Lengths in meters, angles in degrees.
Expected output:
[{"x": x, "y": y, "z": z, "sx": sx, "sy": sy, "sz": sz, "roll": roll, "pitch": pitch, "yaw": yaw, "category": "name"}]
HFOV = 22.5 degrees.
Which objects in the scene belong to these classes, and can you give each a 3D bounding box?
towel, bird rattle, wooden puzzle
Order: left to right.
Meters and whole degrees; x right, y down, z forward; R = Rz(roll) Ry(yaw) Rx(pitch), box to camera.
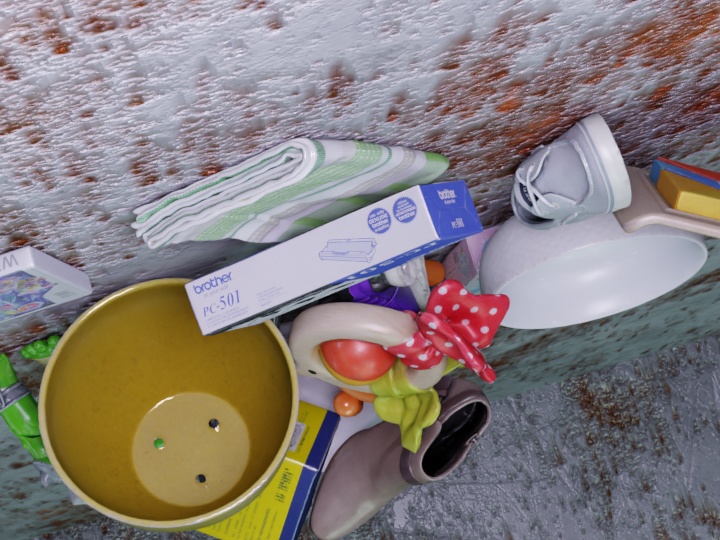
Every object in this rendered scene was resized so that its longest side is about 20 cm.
[{"x": -0.041, "y": -0.048, "z": 1.229, "sx": 0.149, "sy": 0.031, "sz": 0.200, "roll": -21, "pitch": 170, "yaw": 28, "category": "towel"}, {"x": 0.023, "y": 0.070, "z": 1.448, "sx": 0.163, "sy": 0.113, "sz": 0.200, "roll": 11, "pitch": 163, "yaw": -5, "category": "bird rattle"}, {"x": 0.294, "y": -0.049, "z": 1.403, "sx": 0.200, "sy": 0.037, "sz": 0.185, "roll": 8, "pitch": -165, "yaw": -2, "category": "wooden puzzle"}]

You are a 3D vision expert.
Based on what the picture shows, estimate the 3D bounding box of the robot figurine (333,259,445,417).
[{"x": 0.026, "y": 0.063, "z": 1.701, "sx": 0.117, "sy": 0.144, "sz": 0.200, "roll": -6, "pitch": 180, "yaw": 7, "category": "robot figurine"}]

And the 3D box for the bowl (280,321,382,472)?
[{"x": -0.056, "y": 0.112, "z": 1.814, "sx": 0.201, "sy": 0.201, "sz": 0.090, "roll": -8, "pitch": 123, "yaw": -43, "category": "bowl"}]

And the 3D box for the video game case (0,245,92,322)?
[{"x": -0.300, "y": 0.030, "z": 1.262, "sx": 0.200, "sy": 0.018, "sz": 0.143, "roll": -18, "pitch": 170, "yaw": 5, "category": "video game case"}]

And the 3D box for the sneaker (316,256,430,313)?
[{"x": 0.000, "y": -0.001, "z": 1.489, "sx": 0.099, "sy": 0.070, "sz": 0.200, "roll": -11, "pitch": 167, "yaw": 8, "category": "sneaker"}]

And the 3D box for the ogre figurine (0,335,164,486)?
[{"x": -0.222, "y": 0.114, "z": 1.566, "sx": 0.098, "sy": 0.120, "sz": 0.200, "roll": -25, "pitch": 168, "yaw": 38, "category": "ogre figurine"}]

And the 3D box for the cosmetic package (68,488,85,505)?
[{"x": -0.191, "y": 0.183, "z": 1.831, "sx": 0.200, "sy": 0.074, "sz": 0.102, "roll": -1, "pitch": 149, "yaw": -31, "category": "cosmetic package"}]

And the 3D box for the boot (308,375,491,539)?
[{"x": 0.039, "y": 0.179, "z": 1.695, "sx": 0.200, "sy": 0.070, "sz": 0.146, "roll": -53, "pitch": -164, "yaw": -11, "category": "boot"}]

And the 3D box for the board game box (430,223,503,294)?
[{"x": 0.176, "y": -0.017, "z": 1.744, "sx": 0.200, "sy": 0.043, "sz": 0.199, "roll": -15, "pitch": 169, "yaw": -12, "category": "board game box"}]

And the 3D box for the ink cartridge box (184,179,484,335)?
[{"x": -0.019, "y": -0.009, "z": 1.315, "sx": 0.200, "sy": 0.044, "sz": 0.094, "roll": -23, "pitch": 175, "yaw": 23, "category": "ink cartridge box"}]

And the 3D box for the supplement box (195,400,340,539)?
[{"x": -0.135, "y": 0.168, "z": 1.682, "sx": 0.200, "sy": 0.109, "sz": 0.110, "roll": 20, "pitch": -154, "yaw": 2, "category": "supplement box"}]

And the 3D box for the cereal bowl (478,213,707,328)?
[{"x": 0.194, "y": -0.024, "z": 1.566, "sx": 0.200, "sy": 0.083, "sz": 0.200, "roll": -12, "pitch": 158, "yaw": -5, "category": "cereal bowl"}]

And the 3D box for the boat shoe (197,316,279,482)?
[{"x": -0.099, "y": 0.105, "z": 1.555, "sx": 0.073, "sy": 0.200, "sz": 0.063, "roll": 1, "pitch": -158, "yaw": -37, "category": "boat shoe"}]

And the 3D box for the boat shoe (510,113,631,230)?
[{"x": 0.151, "y": -0.063, "z": 1.358, "sx": 0.071, "sy": 0.070, "sz": 0.201, "roll": -22, "pitch": 174, "yaw": -6, "category": "boat shoe"}]

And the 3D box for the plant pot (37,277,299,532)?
[{"x": -0.143, "y": 0.125, "z": 1.444, "sx": 0.200, "sy": 0.200, "sz": 0.142, "roll": -16, "pitch": 157, "yaw": -4, "category": "plant pot"}]
